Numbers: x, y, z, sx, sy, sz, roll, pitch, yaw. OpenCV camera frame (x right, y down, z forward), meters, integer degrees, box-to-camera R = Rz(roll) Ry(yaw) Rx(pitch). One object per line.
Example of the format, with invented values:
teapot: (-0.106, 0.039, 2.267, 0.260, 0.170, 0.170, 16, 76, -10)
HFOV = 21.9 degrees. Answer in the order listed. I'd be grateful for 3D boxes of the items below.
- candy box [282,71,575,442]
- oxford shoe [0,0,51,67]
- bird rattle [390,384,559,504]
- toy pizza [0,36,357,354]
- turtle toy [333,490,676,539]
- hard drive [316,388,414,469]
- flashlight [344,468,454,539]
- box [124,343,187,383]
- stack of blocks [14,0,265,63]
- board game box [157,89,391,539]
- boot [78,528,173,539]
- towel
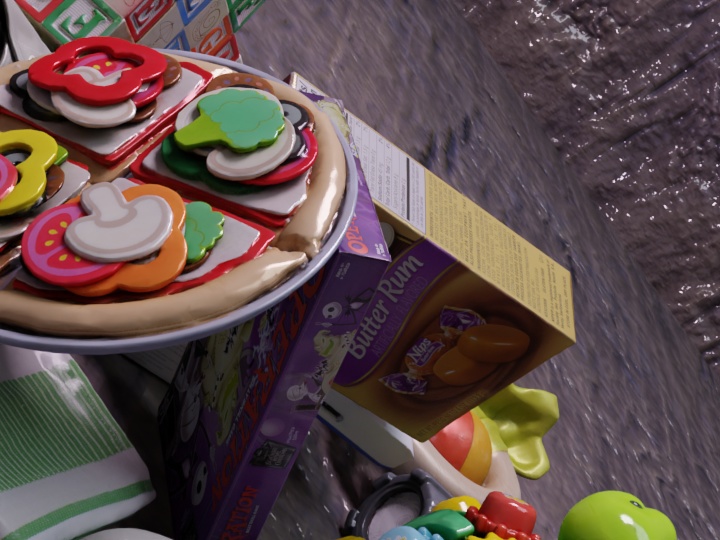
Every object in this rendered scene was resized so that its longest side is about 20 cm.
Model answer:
candy box: (0.000, 0.000, 0.941, 0.199, 0.116, 0.057, 34, 37, -28)
oxford shoe: (-0.164, -0.081, 0.864, 0.057, 0.075, 0.200, 23, -22, 38)
bird rattle: (0.046, 0.090, 1.163, 0.200, 0.112, 0.164, 47, 14, -31)
toy pizza: (-0.100, -0.041, 0.749, 0.201, 0.198, 0.032, -107, -166, -50)
turtle toy: (0.076, 0.173, 0.962, 0.199, 0.101, 0.146, -16, 66, -31)
hard drive: (-0.020, -0.001, 1.069, 0.132, 0.025, 0.201, 42, 32, -39)
flashlight: (0.071, 0.198, 1.105, 0.200, 0.068, 0.068, 46, 14, -33)
box: (-0.112, 0.017, 0.939, 0.200, 0.041, 0.039, 38, 23, -50)
stack of blocks: (-0.107, -0.127, 0.975, 0.058, 0.115, 0.200, 40, -11, 13)
board game box: (-0.044, 0.035, 0.836, 0.032, 0.201, 0.120, 9, 35, -25)
boot: (-0.037, 0.187, 0.745, 0.199, 0.072, 0.145, 19, 39, -52)
towel: (-0.166, 0.025, 0.772, 0.201, 0.023, 0.152, 58, 14, 5)
